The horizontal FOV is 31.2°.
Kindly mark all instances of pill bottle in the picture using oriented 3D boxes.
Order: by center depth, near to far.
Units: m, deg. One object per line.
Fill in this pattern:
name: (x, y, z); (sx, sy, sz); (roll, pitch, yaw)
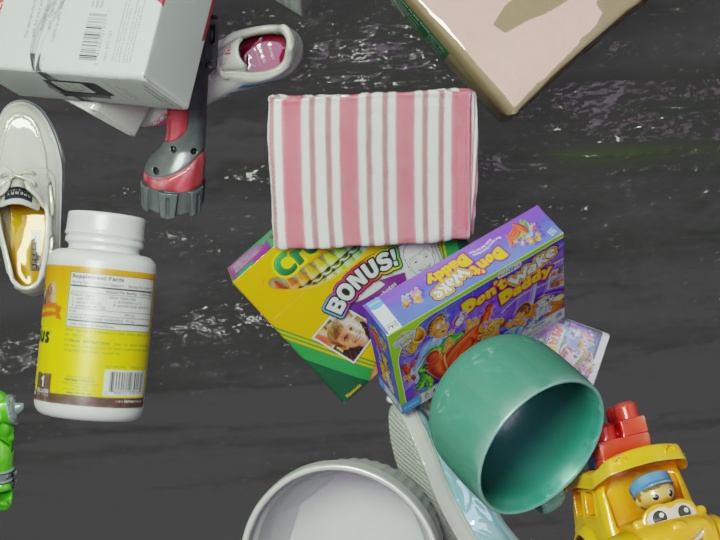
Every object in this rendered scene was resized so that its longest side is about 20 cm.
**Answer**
pill bottle: (-0.261, 0.045, 1.278); (0.108, 0.109, 0.202); (5, 87, -2)

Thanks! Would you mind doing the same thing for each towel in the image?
towel: (0.012, -0.095, 1.204); (0.198, 0.030, 0.148); (-3, 107, -9)

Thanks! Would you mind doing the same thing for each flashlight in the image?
flashlight: (-0.182, -0.153, 1.266); (0.068, 0.068, 0.201); (23, 124, 29)

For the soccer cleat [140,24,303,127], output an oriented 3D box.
soccer cleat: (-0.154, -0.205, 1.304); (0.199, 0.086, 0.070); (-22, 88, -2)

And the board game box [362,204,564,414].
board game box: (0.105, 0.040, 1.250); (0.199, 0.135, 0.045); (-30, 53, -13)

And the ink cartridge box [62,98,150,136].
ink cartridge box: (-0.248, -0.256, 1.282); (0.144, 0.084, 0.201); (28, 87, 25)

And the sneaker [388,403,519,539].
sneaker: (0.098, 0.215, 1.311); (0.082, 0.074, 0.201); (-26, 89, -25)

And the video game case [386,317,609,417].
video game case: (0.142, 0.100, 1.335); (0.199, 0.018, 0.144); (19, 86, -1)

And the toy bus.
toy bus: (0.273, 0.223, 1.248); (0.135, 0.200, 0.194); (-9, 82, -9)

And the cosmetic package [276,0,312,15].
cosmetic package: (-0.103, -0.387, 1.275); (0.199, 0.165, 0.166); (30, 87, -2)

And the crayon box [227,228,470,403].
crayon box: (0.000, 0.000, 1.271); (0.200, 0.058, 0.173); (-41, 112, 2)

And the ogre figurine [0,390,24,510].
ogre figurine: (-0.418, 0.149, 1.277); (0.199, 0.098, 0.120); (33, 99, 11)

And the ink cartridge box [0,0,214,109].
ink cartridge box: (-0.244, -0.235, 1.181); (0.198, 0.083, 0.146); (8, 80, 25)

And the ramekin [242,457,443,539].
ramekin: (-0.010, 0.278, 1.260); (0.198, 0.105, 0.202); (1, 94, 12)

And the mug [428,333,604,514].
mug: (0.138, 0.152, 1.246); (0.151, 0.114, 0.186); (-7, 123, -33)

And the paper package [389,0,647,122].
paper package: (0.152, -0.282, 1.310); (0.190, 0.103, 0.200); (-41, 90, -3)

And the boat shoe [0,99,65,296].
boat shoe: (-0.338, -0.075, 1.300); (0.070, 0.070, 0.202); (-2, 88, -2)
